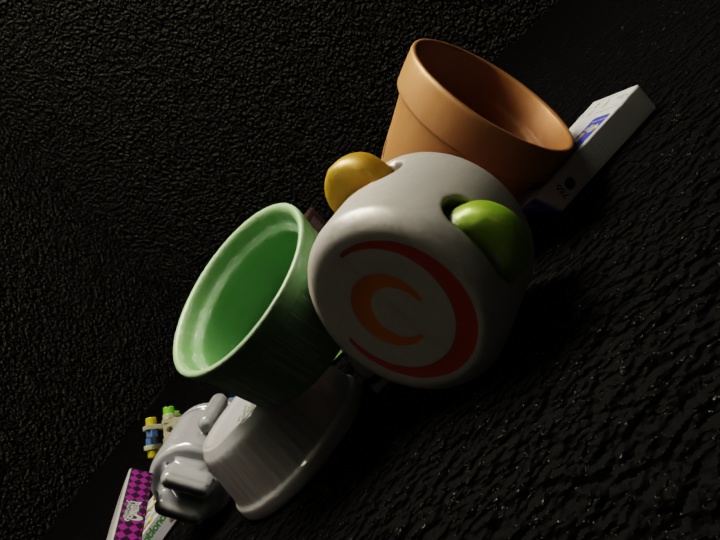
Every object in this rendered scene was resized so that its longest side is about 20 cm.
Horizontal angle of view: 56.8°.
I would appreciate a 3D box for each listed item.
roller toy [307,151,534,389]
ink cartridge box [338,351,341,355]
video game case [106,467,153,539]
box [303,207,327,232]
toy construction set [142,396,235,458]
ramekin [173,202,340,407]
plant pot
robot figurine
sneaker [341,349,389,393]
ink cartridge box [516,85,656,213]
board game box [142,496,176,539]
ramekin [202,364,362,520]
[{"bbox_3d":[0.055,-0.004,0.595,0.140,0.197,0.185,-53,-32,-46],"label":"roller toy"},{"bbox_3d":[-0.094,0.123,1.061,0.200,0.076,0.148,-45,9,15],"label":"ink cartridge box"},{"bbox_3d":[-0.279,0.350,0.743,0.200,0.035,0.184,-147,75,-75],"label":"video game case"},{"bbox_3d":[-0.108,-0.003,1.383,0.164,0.166,0.200,-44,9,10],"label":"box"},{"bbox_3d":[-0.245,0.247,1.074,0.198,0.093,0.131,-17,-14,-30],"label":"toy construction set"},{"bbox_3d":[-0.094,0.041,0.689,0.199,0.097,0.202,-34,35,28],"label":"ramekin"},{"bbox_3d":[0.110,-0.136,0.728,0.141,0.198,0.201,-58,1,34],"label":"plant pot"},{"bbox_3d":[-0.215,0.255,0.909,0.200,0.111,0.172,-80,10,-75],"label":"robot figurine"},{"bbox_3d":[0.004,0.079,0.804,0.077,0.080,0.200,-47,8,-5],"label":"sneaker"},{"bbox_3d":[0.235,-0.120,0.759,0.200,0.039,0.099,-45,9,-4],"label":"ink cartridge box"},{"bbox_3d":[-0.318,0.386,1.053,0.126,0.035,0.201,-37,13,43],"label":"board game box"},{"bbox_3d":[-0.097,0.178,0.779,0.202,0.094,0.203,-44,9,9],"label":"ramekin"}]
